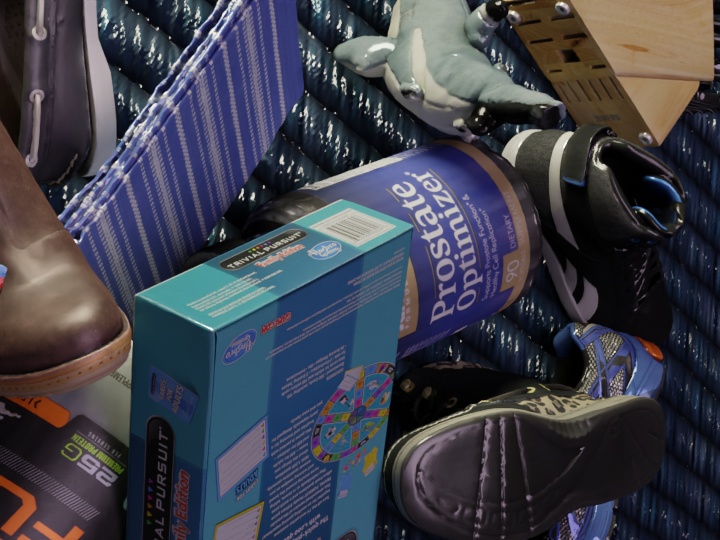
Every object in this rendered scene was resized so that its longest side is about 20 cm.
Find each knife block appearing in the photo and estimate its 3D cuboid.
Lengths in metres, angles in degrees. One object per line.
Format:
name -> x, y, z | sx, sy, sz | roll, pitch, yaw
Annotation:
knife block -> 0.204, -0.179, 1.009 | 0.200, 0.064, 0.176 | 50, 61, -28

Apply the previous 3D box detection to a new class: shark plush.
shark plush -> 0.052, -0.125, 0.815 | 0.091, 0.200, 0.084 | 27, 102, -19

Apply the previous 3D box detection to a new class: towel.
towel -> -0.089, -0.063, 0.752 | 0.201, 0.024, 0.145 | -58, 165, -22

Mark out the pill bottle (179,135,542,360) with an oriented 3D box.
pill bottle -> 0.000, 0.000, 0.817 | 0.199, 0.112, 0.113 | -23, 106, -37

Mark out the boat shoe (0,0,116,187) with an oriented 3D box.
boat shoe -> -0.170, -0.138, 0.701 | 0.060, 0.074, 0.201 | -21, 113, -42

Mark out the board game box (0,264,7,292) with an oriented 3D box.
board game box -> -0.228, 0.085, 0.576 | 0.056, 0.200, 0.197 | 19, 79, -34

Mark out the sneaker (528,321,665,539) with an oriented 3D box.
sneaker -> 0.133, 0.124, 0.967 | 0.078, 0.075, 0.201 | 31, 68, -20

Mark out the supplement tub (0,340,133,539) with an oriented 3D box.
supplement tub -> -0.167, 0.125, 0.677 | 0.123, 0.122, 0.201 | 45, 64, -31

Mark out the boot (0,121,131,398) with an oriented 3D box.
boot -> -0.174, -0.046, 0.611 | 0.072, 0.200, 0.167 | -27, 122, -27

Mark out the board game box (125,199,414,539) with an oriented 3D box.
board game box -> -0.045, 0.083, 0.683 | 0.151, 0.047, 0.201 | -27, 132, -50

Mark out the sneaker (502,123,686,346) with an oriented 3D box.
sneaker -> 0.182, -0.012, 0.965 | 0.200, 0.112, 0.073 | 50, 63, -29

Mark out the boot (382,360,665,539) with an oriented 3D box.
boot -> 0.061, 0.101, 0.844 | 0.203, 0.153, 0.074 | -5, 99, -39
